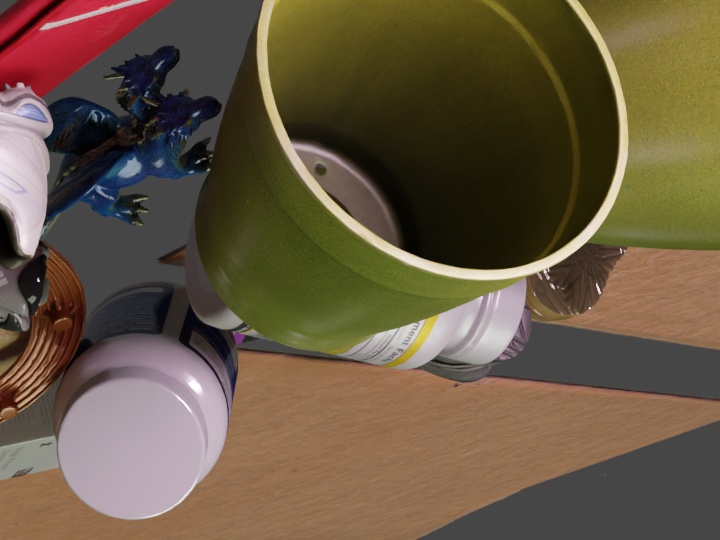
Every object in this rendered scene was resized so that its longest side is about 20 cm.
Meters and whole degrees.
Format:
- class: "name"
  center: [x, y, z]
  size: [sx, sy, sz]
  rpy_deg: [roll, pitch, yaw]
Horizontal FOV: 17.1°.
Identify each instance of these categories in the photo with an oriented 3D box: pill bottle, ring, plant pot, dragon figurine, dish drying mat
- class: "pill bottle"
  center: [0.000, 0.000, 1.491]
  size: [0.199, 0.112, 0.111]
  rpy_deg: [14, 150, -29]
- class: "pill bottle"
  center: [-0.142, 0.086, 1.580]
  size: [0.115, 0.116, 0.200]
  rpy_deg: [-20, -166, 6]
- class: "ring"
  center: [-0.265, 0.047, 1.477]
  size: [0.199, 0.019, 0.201]
  rpy_deg: [-14, 140, -12]
- class: "plant pot"
  center: [0.005, -0.050, 1.235]
  size: [0.199, 0.202, 0.193]
  rpy_deg: [-10, 161, -29]
- class: "dragon figurine"
  center: [-0.146, -0.061, 1.307]
  size: [0.199, 0.059, 0.099]
  rpy_deg: [-27, 163, 28]
- class: "plant pot"
  center: [0.175, -0.094, 1.331]
  size: [0.191, 0.202, 0.200]
  rpy_deg: [-10, 167, 11]
- class: "dish drying mat"
  center: [-0.168, -0.106, 1.202]
  size: [0.077, 0.018, 0.200]
  rpy_deg: [-3, 158, -47]

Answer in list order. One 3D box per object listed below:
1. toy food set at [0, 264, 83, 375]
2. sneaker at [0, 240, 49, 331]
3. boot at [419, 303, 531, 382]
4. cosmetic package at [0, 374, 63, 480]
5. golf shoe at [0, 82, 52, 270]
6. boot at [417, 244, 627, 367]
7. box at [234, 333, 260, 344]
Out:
- class: "toy food set"
  center: [-0.283, 0.054, 1.575]
  size: [0.197, 0.049, 0.200]
  rpy_deg: [-12, 164, -20]
- class: "sneaker"
  center: [-0.227, -0.012, 1.267]
  size: [0.115, 0.076, 0.200]
  rpy_deg: [14, 178, 23]
- class: "boot"
  center: [0.011, 0.023, 1.630]
  size: [0.199, 0.070, 0.132]
  rpy_deg: [29, 163, -7]
- class: "cosmetic package"
  center: [-0.240, 0.105, 1.762]
  size: [0.199, 0.075, 0.102]
  rpy_deg: [-9, 163, -26]
- class: "golf shoe"
  center: [-0.237, -0.050, 1.146]
  size: [0.199, 0.098, 0.078]
  rpy_deg: [5, 154, -31]
- class: "boot"
  center: [0.097, 0.027, 1.827]
  size: [0.199, 0.066, 0.175]
  rpy_deg: [-28, -178, 33]
- class: "box"
  center: [-0.019, 0.003, 1.733]
  size: [0.199, 0.036, 0.143]
  rpy_deg: [-13, 165, -15]
